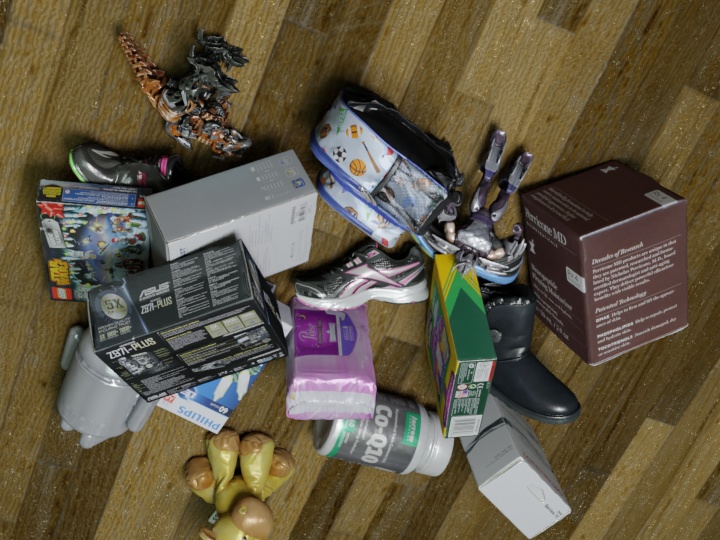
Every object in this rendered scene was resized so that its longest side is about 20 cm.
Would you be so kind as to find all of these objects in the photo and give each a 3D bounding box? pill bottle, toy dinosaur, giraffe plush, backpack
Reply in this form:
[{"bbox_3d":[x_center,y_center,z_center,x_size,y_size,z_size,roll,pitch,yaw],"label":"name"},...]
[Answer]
[{"bbox_3d":[0.035,0.245,1.356,0.197,0.114,0.115,16,113,-17],"label":"pill bottle"},{"bbox_3d":[-0.211,-0.216,1.098,0.135,0.103,0.198,-37,140,28],"label":"toy dinosaur"},{"bbox_3d":[-0.187,0.367,1.351,0.169,0.163,0.203,13,114,-16],"label":"giraffe plush"},{"bbox_3d":[0.024,-0.138,1.130,0.190,0.200,0.154,43,103,-12],"label":"backpack"}]

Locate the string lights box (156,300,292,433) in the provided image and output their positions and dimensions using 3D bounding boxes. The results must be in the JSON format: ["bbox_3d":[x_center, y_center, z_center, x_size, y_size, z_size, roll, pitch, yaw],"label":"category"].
[{"bbox_3d":[-0.190,0.118,1.235,0.102,0.059,0.201,29,108,-21],"label":"string lights box"}]

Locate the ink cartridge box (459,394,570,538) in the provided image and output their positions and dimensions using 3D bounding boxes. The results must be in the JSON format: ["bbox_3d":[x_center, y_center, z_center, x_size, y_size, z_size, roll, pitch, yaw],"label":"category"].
[{"bbox_3d":[0.224,0.283,1.357,0.083,0.201,0.147,-38,116,11],"label":"ink cartridge box"}]

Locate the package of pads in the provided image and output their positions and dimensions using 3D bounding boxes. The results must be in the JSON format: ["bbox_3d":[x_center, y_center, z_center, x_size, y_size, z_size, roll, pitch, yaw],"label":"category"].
[{"bbox_3d":[-0.045,0.121,1.231,0.118,0.201,0.077,4,122,-7],"label":"package of pads"}]

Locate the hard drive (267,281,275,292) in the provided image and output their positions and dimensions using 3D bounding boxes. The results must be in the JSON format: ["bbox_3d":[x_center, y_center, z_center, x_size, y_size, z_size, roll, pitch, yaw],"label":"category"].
[{"bbox_3d":[-0.217,0.086,1.273,0.133,0.042,0.202,24,110,-20],"label":"hard drive"}]

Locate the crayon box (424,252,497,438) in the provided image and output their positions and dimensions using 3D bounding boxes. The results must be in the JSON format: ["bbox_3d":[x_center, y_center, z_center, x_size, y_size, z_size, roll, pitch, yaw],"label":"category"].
[{"bbox_3d":[0.134,0.105,1.231,0.057,0.175,0.202,-4,142,-4],"label":"crayon box"}]

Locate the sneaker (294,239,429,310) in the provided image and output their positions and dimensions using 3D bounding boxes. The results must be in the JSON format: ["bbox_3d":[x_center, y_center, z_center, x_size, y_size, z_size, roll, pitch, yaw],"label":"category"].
[{"bbox_3d":[0.000,0.000,1.258,0.196,0.080,0.088,-5,106,-16],"label":"sneaker"}]

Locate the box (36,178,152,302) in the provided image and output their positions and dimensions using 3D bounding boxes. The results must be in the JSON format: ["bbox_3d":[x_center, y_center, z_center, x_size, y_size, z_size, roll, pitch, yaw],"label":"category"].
[{"bbox_3d":[-0.339,-0.030,1.151,0.134,0.040,0.202,4,141,-10],"label":"box"}]

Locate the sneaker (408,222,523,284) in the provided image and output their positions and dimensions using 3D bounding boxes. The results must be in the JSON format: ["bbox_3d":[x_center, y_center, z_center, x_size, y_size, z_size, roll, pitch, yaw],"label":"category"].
[{"bbox_3d":[0.148,-0.046,1.257,0.197,0.071,0.084,18,109,-24],"label":"sneaker"}]

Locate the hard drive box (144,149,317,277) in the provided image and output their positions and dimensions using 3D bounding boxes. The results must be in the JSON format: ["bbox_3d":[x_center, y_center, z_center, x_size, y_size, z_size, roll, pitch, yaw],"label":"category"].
[{"bbox_3d":[-0.162,-0.049,1.125,0.197,0.077,0.157,-21,152,-21],"label":"hard drive box"}]

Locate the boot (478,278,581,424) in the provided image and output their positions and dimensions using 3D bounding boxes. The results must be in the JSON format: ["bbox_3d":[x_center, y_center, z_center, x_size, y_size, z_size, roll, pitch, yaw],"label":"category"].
[{"bbox_3d":[0.237,0.113,1.293,0.076,0.198,0.171,-27,131,-40],"label":"boot"}]

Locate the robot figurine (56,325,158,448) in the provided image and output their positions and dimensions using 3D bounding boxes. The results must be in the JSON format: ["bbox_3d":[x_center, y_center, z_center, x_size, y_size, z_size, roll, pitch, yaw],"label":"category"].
[{"bbox_3d":[-0.351,0.150,1.240,0.168,0.113,0.202,33,113,13],"label":"robot figurine"}]

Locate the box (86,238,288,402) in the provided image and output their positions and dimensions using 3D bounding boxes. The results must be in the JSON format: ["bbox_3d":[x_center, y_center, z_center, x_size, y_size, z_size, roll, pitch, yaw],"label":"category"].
[{"bbox_3d":[-0.206,0.066,1.086,0.197,0.087,0.164,-19,149,3],"label":"box"}]

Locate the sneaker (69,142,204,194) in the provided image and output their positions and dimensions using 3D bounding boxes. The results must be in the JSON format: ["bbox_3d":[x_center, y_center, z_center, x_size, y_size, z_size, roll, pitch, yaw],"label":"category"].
[{"bbox_3d":[-0.271,-0.124,1.133,0.197,0.078,0.084,18,134,-28],"label":"sneaker"}]

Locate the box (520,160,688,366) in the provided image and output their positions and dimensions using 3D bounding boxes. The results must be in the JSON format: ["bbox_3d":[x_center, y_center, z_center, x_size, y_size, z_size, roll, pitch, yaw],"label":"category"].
[{"bbox_3d":[0.338,-0.014,1.232,0.162,0.166,0.203,-19,119,-11],"label":"box"}]

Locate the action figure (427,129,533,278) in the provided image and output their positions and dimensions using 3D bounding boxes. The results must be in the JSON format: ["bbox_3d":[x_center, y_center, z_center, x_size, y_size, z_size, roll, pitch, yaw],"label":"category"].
[{"bbox_3d":[0.166,-0.079,1.186,0.128,0.069,0.203,26,72,-9],"label":"action figure"}]
